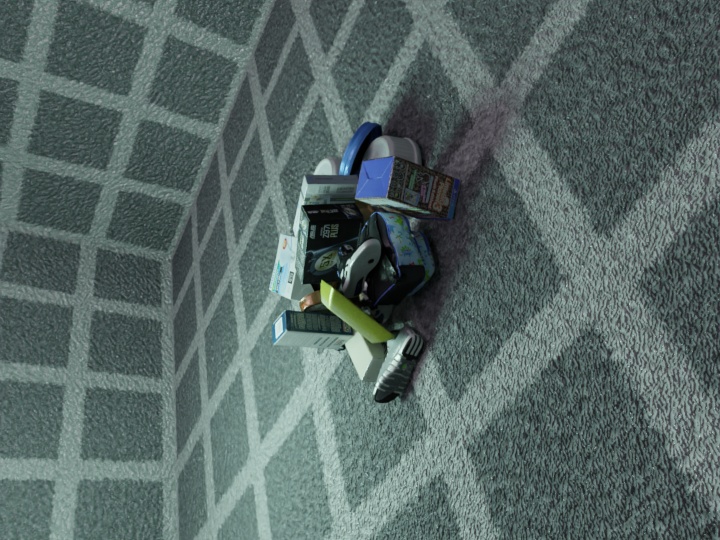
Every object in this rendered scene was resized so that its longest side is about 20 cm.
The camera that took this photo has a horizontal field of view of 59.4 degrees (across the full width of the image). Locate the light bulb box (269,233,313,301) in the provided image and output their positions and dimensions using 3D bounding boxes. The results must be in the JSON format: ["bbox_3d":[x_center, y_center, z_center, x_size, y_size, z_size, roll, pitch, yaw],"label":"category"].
[{"bbox_3d":[-0.198,-0.008,2.095,0.199,0.122,0.204,13,92,60],"label":"light bulb box"}]

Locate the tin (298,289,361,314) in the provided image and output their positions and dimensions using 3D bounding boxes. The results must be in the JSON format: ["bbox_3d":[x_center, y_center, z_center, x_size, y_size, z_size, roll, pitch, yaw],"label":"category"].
[{"bbox_3d":[-0.080,0.097,1.718,0.111,0.197,0.043,-32,63,36],"label":"tin"}]

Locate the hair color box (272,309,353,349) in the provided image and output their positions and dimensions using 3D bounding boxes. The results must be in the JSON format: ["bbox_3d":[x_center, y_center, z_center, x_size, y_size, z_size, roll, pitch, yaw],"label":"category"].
[{"bbox_3d":[-0.128,0.160,1.687,0.100,0.195,0.062,-43,46,49],"label":"hair color box"}]

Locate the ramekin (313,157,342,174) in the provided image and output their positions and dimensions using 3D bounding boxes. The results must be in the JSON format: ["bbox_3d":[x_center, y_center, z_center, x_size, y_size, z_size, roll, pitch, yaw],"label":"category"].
[{"bbox_3d":[-0.090,-0.267,2.023,0.201,0.092,0.208,-31,53,54],"label":"ramekin"}]

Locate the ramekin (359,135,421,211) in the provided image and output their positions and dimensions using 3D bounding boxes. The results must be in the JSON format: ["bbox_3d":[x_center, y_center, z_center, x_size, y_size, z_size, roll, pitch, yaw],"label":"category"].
[{"bbox_3d":[0.073,-0.269,1.712,0.201,0.092,0.208,-30,54,53],"label":"ramekin"}]

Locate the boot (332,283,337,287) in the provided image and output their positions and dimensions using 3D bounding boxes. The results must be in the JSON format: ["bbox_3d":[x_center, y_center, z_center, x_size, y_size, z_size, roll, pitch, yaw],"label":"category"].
[{"bbox_3d":[-0.067,0.009,1.910,0.153,0.072,0.206,16,99,55],"label":"boot"}]

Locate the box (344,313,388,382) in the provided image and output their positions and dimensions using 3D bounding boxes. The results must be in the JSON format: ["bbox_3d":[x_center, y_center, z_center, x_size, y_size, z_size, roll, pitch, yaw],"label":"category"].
[{"bbox_3d":[0.013,0.201,1.692,0.084,0.067,0.201,-64,32,26],"label":"box"}]

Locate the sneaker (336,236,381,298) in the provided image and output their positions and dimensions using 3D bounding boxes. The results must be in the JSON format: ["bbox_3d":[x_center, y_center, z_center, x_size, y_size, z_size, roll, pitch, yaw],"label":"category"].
[{"bbox_3d":[-0.016,-0.037,1.520,0.202,0.071,0.114,116,142,-46],"label":"sneaker"}]

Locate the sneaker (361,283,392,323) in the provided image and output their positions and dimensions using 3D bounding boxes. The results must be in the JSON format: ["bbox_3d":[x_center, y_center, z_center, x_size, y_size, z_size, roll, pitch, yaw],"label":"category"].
[{"bbox_3d":[0.014,0.043,1.697,0.129,0.078,0.204,-11,101,59],"label":"sneaker"}]

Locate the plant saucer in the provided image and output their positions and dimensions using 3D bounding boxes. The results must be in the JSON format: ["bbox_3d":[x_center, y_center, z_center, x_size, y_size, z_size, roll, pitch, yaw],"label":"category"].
[{"bbox_3d":[-0.021,0.110,1.568,0.048,0.198,0.200,-52,11,-3],"label":"plant saucer"}]

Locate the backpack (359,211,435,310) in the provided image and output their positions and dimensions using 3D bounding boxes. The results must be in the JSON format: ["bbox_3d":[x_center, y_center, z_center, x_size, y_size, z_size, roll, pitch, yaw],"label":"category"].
[{"bbox_3d":[0.082,-0.034,1.562,0.183,0.143,0.204,-50,50,50],"label":"backpack"}]

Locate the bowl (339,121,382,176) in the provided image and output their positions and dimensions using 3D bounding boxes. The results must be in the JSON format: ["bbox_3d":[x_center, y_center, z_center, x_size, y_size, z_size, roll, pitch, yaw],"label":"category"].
[{"bbox_3d":[-0.001,-0.330,1.812,0.203,0.039,0.202,-58,-13,-22],"label":"bowl"}]

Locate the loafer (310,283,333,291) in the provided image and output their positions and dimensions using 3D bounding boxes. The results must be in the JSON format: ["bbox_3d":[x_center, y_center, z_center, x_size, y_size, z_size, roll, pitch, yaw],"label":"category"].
[{"bbox_3d":[-0.107,0.083,1.882,0.075,0.069,0.203,-34,82,44],"label":"loafer"}]

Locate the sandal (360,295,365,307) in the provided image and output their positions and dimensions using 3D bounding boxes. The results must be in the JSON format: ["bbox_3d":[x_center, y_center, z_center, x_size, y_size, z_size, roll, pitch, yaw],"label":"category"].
[{"bbox_3d":[0.000,0.000,1.802,0.081,0.053,0.206,-8,73,60],"label":"sandal"}]

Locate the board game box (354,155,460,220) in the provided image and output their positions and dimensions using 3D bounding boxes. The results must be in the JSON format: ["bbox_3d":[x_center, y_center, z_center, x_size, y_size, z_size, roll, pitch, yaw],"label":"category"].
[{"bbox_3d":[0.112,-0.195,1.520,0.158,0.196,0.100,10,87,60],"label":"board game box"}]

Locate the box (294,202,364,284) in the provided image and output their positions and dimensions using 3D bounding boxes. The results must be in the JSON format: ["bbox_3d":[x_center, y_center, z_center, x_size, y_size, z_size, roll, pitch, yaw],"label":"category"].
[{"bbox_3d":[-0.087,-0.074,1.730,0.087,0.159,0.204,-122,35,-50],"label":"box"}]

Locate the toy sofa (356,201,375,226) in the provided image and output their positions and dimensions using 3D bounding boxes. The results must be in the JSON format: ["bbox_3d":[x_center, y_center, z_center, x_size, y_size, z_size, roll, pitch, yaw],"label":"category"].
[{"bbox_3d":[0.016,-0.119,1.786,0.201,0.081,0.100,-123,34,-52],"label":"toy sofa"}]

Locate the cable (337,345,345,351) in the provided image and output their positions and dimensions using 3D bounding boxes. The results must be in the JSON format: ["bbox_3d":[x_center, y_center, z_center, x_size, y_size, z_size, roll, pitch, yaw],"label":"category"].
[{"bbox_3d":[-0.115,0.160,1.875,0.166,0.050,0.199,61,166,-19],"label":"cable"}]

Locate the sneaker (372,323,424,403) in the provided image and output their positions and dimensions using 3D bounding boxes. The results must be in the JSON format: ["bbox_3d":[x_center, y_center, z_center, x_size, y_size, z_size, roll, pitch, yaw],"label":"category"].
[{"bbox_3d":[0.082,0.223,1.567,0.203,0.074,0.116,-58,29,15],"label":"sneaker"}]

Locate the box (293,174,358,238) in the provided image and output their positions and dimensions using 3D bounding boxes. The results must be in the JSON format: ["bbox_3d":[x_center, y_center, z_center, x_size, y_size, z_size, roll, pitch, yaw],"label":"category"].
[{"bbox_3d":[-0.096,-0.175,1.748,0.203,0.152,0.042,107,152,-44],"label":"box"}]
